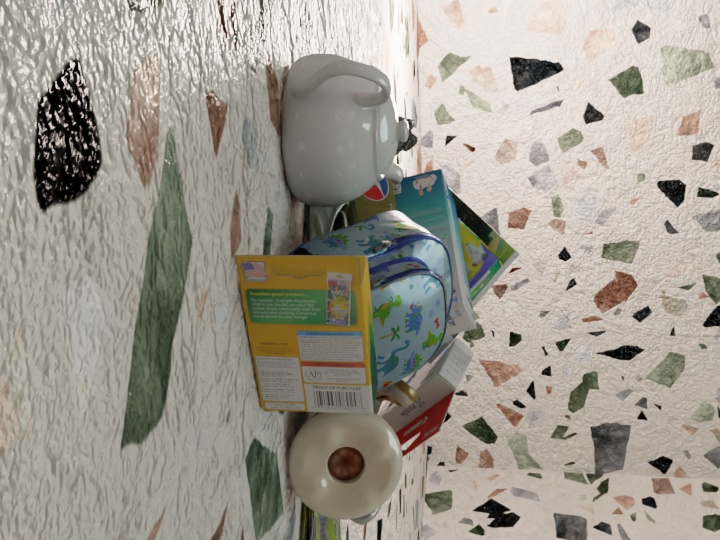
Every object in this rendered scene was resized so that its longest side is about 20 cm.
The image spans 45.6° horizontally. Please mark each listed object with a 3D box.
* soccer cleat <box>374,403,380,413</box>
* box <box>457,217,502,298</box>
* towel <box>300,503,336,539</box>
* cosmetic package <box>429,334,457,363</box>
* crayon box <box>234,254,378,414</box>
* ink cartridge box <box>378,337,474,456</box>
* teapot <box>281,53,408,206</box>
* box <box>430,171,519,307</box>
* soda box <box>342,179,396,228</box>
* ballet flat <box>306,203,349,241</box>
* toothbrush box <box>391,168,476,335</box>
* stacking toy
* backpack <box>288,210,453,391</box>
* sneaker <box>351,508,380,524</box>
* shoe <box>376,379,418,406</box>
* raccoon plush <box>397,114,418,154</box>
[{"bbox_3d":[0.001,0.227,1.456,0.086,0.068,0.201,-50,174,-26],"label":"soccer cleat"},{"bbox_3d":[0.113,-0.038,1.344,0.118,0.200,0.048,-46,156,4],"label":"box"},{"bbox_3d":[-0.055,0.333,1.231,0.200,0.022,0.147,66,25,-71],"label":"towel"},{"bbox_3d":[0.066,0.046,1.402,0.113,0.081,0.201,41,8,-43],"label":"cosmetic package"},{"bbox_3d":[-0.050,0.055,0.876,0.052,0.122,0.204,-78,166,-54],"label":"crayon box"},{"bbox_3d":[0.087,0.220,1.380,0.200,0.044,0.177,-46,-173,44],"label":"ink cartridge box"},{"bbox_3d":[-0.012,-0.175,1.058,0.201,0.142,0.202,-70,159,-64],"label":"teapot"},{"bbox_3d":[0.138,-0.040,1.382,0.145,0.200,0.036,-49,159,10],"label":"box"},{"bbox_3d":[-0.001,-0.140,1.210,0.064,0.066,0.205,-40,-126,56],"label":"soda box"},{"bbox_3d":[-0.042,-0.004,1.139,0.069,0.068,0.205,43,48,-79],"label":"ballet flat"},{"bbox_3d":[0.105,-0.020,1.235,0.146,0.083,0.205,47,32,-69],"label":"toothbrush box"},{"bbox_3d":[-0.025,0.221,1.138,0.200,0.142,0.150,-112,-160,-76],"label":"stacking toy"},{"bbox_3d":[0.025,0.039,1.030,0.198,0.146,0.186,-27,129,-29],"label":"backpack"},{"bbox_3d":[-0.001,0.338,1.359,0.201,0.073,0.102,-98,-167,-62],"label":"sneaker"},{"bbox_3d":[0.000,0.151,1.129,0.070,0.198,0.054,40,73,-35],"label":"shoe"},{"bbox_3d":[0.022,-0.153,1.332,0.097,0.131,0.205,13,78,-83],"label":"raccoon plush"}]
